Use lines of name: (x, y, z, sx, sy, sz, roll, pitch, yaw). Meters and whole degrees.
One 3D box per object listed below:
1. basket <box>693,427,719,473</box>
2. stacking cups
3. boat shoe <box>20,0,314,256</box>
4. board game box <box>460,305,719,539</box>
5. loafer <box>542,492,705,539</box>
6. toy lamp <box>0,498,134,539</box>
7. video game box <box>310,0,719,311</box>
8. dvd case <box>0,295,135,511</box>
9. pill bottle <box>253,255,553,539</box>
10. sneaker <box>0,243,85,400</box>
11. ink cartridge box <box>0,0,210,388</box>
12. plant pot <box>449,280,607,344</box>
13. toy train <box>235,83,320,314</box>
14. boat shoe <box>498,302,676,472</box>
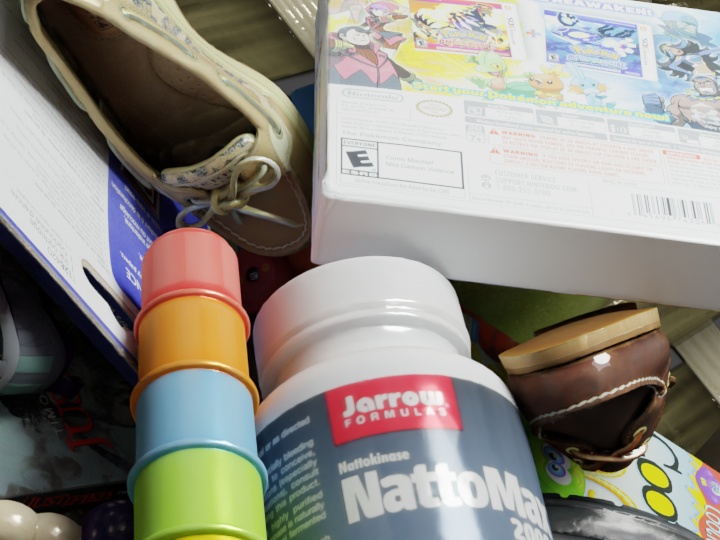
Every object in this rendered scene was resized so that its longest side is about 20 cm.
basket: (0.246, 0.125, 1.083, 0.136, 0.200, 0.181, 21, 40, -29)
stacking cups: (-0.058, 0.065, 0.773, 0.060, 0.061, 0.201, 24, 41, -27)
boat shoe: (-0.082, -0.066, 0.882, 0.200, 0.073, 0.063, 45, 24, -32)
board game box: (0.084, 0.122, 1.004, 0.200, 0.105, 0.103, 33, 35, -18)
loafer: (0.057, 0.136, 0.897, 0.200, 0.068, 0.071, 5, 62, -1)
toy lamp: (-0.184, 0.085, 0.790, 0.199, 0.058, 0.058, 21, 41, -20)
video game box: (0.077, -0.064, 0.918, 0.199, 0.047, 0.183, 7, 42, -6)
dvd case: (-0.143, 0.041, 0.925, 0.200, 0.022, 0.146, -3, 56, -46)
pill bottle: (0.014, 0.099, 0.807, 0.119, 0.120, 0.201, 17, 45, -34)
sneaker: (-0.186, -0.028, 0.891, 0.087, 0.074, 0.201, 19, 44, -62)
ink cartridge box: (-0.124, -0.029, 0.884, 0.198, 0.047, 0.200, 54, 20, -41)
plant pot: (0.072, -0.032, 1.079, 0.200, 0.184, 0.201, 28, 38, -24)
toy train: (0.000, 0.000, 0.981, 0.085, 0.115, 0.201, 38, 32, -66)
boat shoe: (0.107, 0.053, 0.892, 0.200, 0.070, 0.071, -3, 77, -78)
